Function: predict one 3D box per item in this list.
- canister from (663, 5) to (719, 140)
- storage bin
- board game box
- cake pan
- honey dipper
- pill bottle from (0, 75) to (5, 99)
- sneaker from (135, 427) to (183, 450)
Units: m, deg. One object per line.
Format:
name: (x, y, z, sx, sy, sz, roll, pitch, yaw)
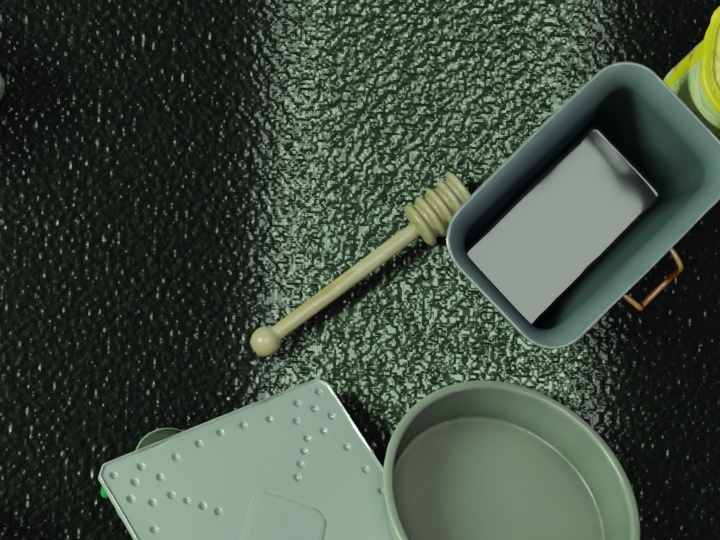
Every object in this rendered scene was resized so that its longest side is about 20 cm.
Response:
canister: (0.303, -0.130, 1.544, 0.147, 0.200, 0.087, 8, 83, -3)
storage bin: (0.164, -0.034, 1.558, 0.200, 0.134, 0.146, -44, 88, -6)
board game box: (-0.058, 0.192, 1.498, 0.199, 0.026, 0.201, -20, 65, -32)
cake pan: (0.105, 0.174, 1.536, 0.199, 0.037, 0.202, 11, 53, -15)
honey dipper: (0.000, 0.000, 1.595, 0.199, 0.038, 0.038, -37, 87, -3)
pill bottle: (-0.363, -0.173, 1.547, 0.111, 0.111, 0.200, -42, 88, -7)
sneaker: (-0.110, 0.207, 1.525, 0.074, 0.106, 0.201, -21, 86, -6)
